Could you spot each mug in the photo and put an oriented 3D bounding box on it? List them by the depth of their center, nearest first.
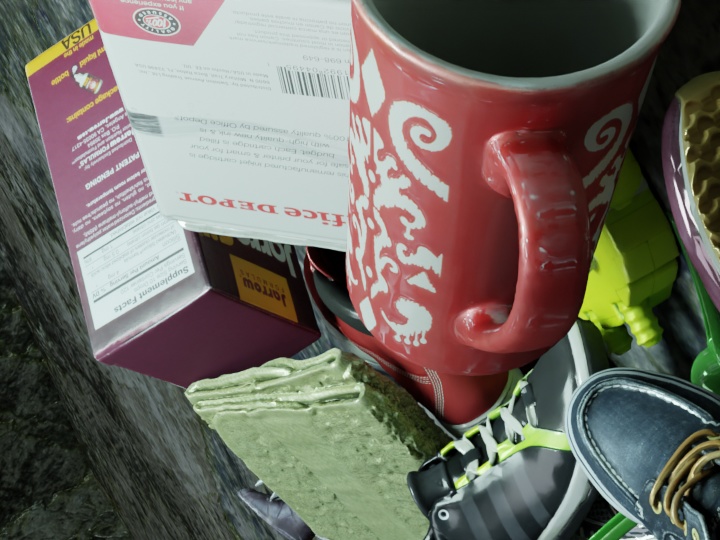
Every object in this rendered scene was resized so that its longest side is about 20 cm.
[{"bbox_3d":[0.046,-0.042,0.952,0.133,0.178,0.200,18,141,9],"label":"mug"}]

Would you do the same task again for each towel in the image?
[{"bbox_3d":[0.008,0.115,1.259,0.148,0.037,0.200,-9,134,47],"label":"towel"}]

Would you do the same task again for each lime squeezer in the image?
[{"bbox_3d":[0.157,0.063,1.088,0.038,0.070,0.200,-70,-7,-65],"label":"lime squeezer"}]

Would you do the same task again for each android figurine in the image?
[{"bbox_3d":[0.096,-0.050,1.123,0.200,0.041,0.182,63,165,-1],"label":"android figurine"}]

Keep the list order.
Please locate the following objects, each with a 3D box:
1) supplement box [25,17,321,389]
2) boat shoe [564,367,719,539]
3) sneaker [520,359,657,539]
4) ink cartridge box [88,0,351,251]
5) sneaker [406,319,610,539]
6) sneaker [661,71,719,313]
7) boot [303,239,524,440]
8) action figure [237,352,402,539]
[{"bbox_3d":[-0.108,-0.040,1.280,0.110,0.086,0.200,25,-139,-53],"label":"supplement box"},{"bbox_3d":[0.158,0.097,0.986,0.200,0.071,0.091,37,-179,34],"label":"boat shoe"},{"bbox_3d":[0.123,0.093,1.214,0.200,0.080,0.075,38,147,59],"label":"sneaker"},{"bbox_3d":[-0.038,-0.100,1.093,0.145,0.085,0.200,8,147,13],"label":"ink cartridge box"},{"bbox_3d":[0.067,0.112,1.147,0.072,0.083,0.200,-100,26,-59],"label":"sneaker"},{"bbox_3d":[0.170,0.016,0.918,0.200,0.075,0.090,62,160,-2],"label":"sneaker"},{"bbox_3d":[0.000,0.000,1.242,0.144,0.072,0.200,46,178,-37],"label":"boot"},{"bbox_3d":[0.017,0.080,1.368,0.069,0.200,0.130,40,-169,20],"label":"action figure"}]
